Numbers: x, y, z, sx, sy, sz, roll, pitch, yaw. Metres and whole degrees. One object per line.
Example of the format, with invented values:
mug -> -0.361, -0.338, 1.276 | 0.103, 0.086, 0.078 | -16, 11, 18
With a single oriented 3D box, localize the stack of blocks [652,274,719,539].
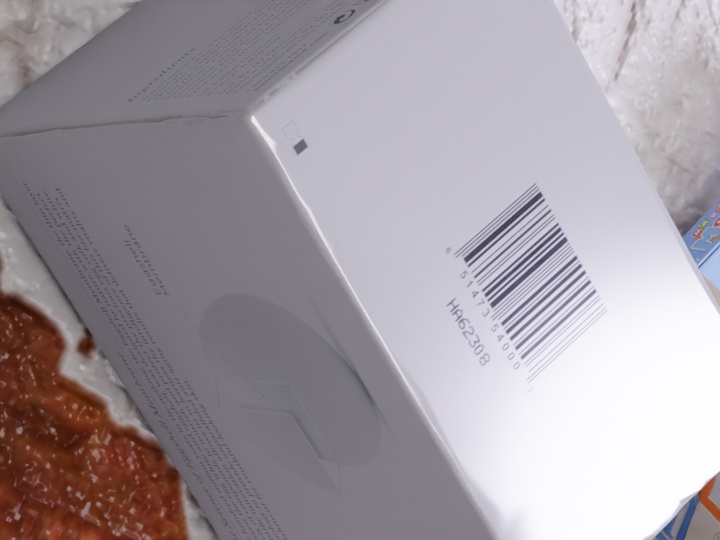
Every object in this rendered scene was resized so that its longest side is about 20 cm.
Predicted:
stack of blocks -> 0.113, 0.074, 0.999 | 0.058, 0.200, 0.115 | -9, 130, -32

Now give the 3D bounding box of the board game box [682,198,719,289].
board game box -> 0.214, 0.042, 1.123 | 0.151, 0.037, 0.200 | -46, 109, -4

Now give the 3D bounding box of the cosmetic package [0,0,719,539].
cosmetic package -> 0.000, 0.000, 0.923 | 0.123, 0.200, 0.200 | -41, 111, -27
